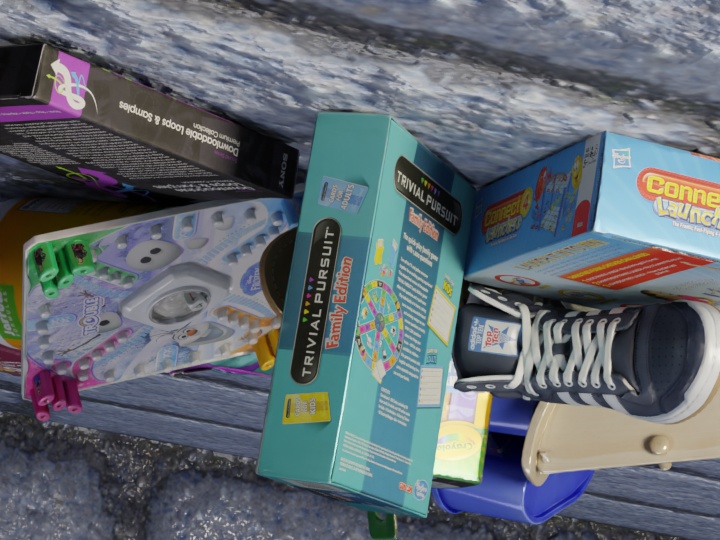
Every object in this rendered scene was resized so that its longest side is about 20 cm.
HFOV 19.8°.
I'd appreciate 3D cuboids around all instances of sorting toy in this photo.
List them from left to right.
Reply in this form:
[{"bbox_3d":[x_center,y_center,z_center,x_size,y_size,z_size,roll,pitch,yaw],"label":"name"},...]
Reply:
[{"bbox_3d":[0.230,0.119,1.575,0.199,0.107,0.180,-6,158,10],"label":"sorting toy"}]

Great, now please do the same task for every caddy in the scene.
[{"bbox_3d":[0.118,0.120,1.638,0.105,0.142,0.200,10,-167,27],"label":"caddy"}]

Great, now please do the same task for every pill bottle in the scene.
[{"bbox_3d":[-0.208,0.004,1.466,0.199,0.111,0.111,4,168,26],"label":"pill bottle"}]

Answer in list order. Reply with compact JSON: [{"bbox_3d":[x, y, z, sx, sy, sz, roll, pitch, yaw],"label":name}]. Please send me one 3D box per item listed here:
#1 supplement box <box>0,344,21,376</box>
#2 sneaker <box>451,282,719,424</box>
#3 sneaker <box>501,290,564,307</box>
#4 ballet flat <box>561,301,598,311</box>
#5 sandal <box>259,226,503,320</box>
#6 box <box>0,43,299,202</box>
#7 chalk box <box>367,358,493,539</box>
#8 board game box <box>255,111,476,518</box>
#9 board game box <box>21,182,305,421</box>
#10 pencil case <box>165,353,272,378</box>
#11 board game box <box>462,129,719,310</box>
[{"bbox_3d":[-0.297,0.020,1.658,0.131,0.104,0.200,1,167,38],"label":"supplement box"},{"bbox_3d":[0.123,0.046,1.194,0.108,0.070,0.200,12,172,-21],"label":"sneaker"},{"bbox_3d":[0.140,0.027,1.430,0.079,0.076,0.200,16,167,36],"label":"sneaker"},{"bbox_3d":[0.185,0.026,1.318,0.199,0.072,0.072,14,169,-24],"label":"ballet flat"},{"bbox_3d":[0.001,0.006,1.271,0.211,0.078,0.070,-8,180,-43],"label":"sandal"},{"bbox_3d":[-0.152,-0.080,1.175,0.143,0.036,0.200,1,166,42],"label":"box"},{"bbox_3d":[0.019,0.092,1.485,0.124,0.201,0.125,12,169,-15],"label":"chalk box"},{"bbox_3d":[0.007,0.029,1.156,0.047,0.201,0.151,5,168,23],"label":"board game box"},{"bbox_3d":[-0.117,0.023,1.323,0.199,0.026,0.200,-12,152,-17],"label":"board game box"},{"bbox_3d":[-0.073,0.057,1.685,0.199,0.093,0.085,11,169,-15],"label":"pencil case"},{"bbox_3d":[0.184,-0.014,1.169,0.195,0.056,0.200,13,169,-16],"label":"board game box"}]
